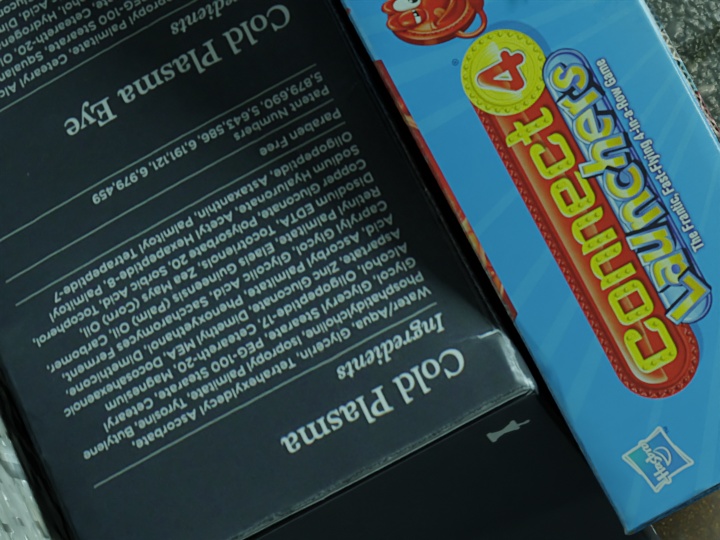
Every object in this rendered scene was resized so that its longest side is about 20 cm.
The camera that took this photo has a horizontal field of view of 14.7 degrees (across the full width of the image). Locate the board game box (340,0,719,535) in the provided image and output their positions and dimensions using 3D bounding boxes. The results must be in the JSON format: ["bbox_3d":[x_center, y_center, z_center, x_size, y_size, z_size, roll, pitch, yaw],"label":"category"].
[{"bbox_3d":[0.039,-0.049,0.653,0.196,0.056,0.200,62,6,0],"label":"board game box"}]

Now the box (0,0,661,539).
[{"bbox_3d":[-0.021,0.001,0.682,0.182,0.104,0.200,63,6,23],"label":"box"}]

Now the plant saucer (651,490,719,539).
[{"bbox_3d":[0.053,0.093,0.822,0.200,0.034,0.201,-178,-90,-70],"label":"plant saucer"}]
